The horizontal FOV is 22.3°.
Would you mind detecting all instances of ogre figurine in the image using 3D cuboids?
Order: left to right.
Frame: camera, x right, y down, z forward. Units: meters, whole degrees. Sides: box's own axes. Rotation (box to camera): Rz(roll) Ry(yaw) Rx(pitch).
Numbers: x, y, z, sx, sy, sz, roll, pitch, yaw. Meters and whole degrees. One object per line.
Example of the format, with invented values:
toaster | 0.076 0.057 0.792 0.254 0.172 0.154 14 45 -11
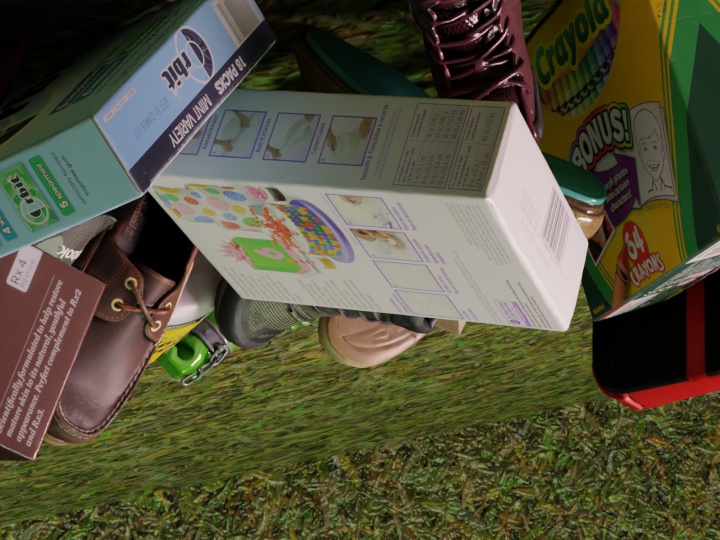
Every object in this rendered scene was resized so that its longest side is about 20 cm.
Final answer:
ogre figurine | -0.087 0.011 1.350 0.120 0.098 0.200 -33 174 13

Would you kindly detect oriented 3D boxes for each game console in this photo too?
game console | 0.215 -0.021 1.149 0.031 0.201 0.176 17 156 -37

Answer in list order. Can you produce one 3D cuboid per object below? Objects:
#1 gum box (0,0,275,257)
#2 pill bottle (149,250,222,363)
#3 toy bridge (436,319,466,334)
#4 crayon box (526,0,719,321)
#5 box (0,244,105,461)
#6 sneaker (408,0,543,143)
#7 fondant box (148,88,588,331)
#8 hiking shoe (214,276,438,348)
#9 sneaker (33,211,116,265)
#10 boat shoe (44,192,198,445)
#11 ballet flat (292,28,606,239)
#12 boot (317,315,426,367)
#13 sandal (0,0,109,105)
gum box | -0.156 -0.058 0.877 0.199 0.045 0.170 -21 -159 30
pill bottle | -0.154 0.003 1.208 0.112 0.113 0.200 -10 168 -24
toy bridge | 0.096 -0.056 1.171 0.027 0.201 0.067 23 153 17
crayon box | 0.164 -0.080 1.055 0.058 0.174 0.200 -15 169 -17
box | -0.221 0.043 0.972 0.075 0.101 0.200 29 161 -26
sneaker | 0.064 -0.114 0.910 0.075 0.116 0.200 -16 169 6
fondant box | 0.003 -0.032 0.949 0.199 0.059 0.144 4 154 25
hiking shoe | 0.000 0.000 1.088 0.200 0.101 0.076 -35 145 16
sneaker | -0.158 -0.047 1.016 0.199 0.091 0.066 -19 169 20
boat shoe | -0.136 0.004 1.056 0.070 0.201 0.070 -5 152 45
ballet flat | 0.039 -0.058 1.018 0.073 0.199 0.068 -59 -169 26
boot | 0.004 -0.009 1.237 0.073 0.201 0.155 42 151 -21
sandal | -0.186 -0.097 0.846 0.200 0.048 0.075 -23 166 36
